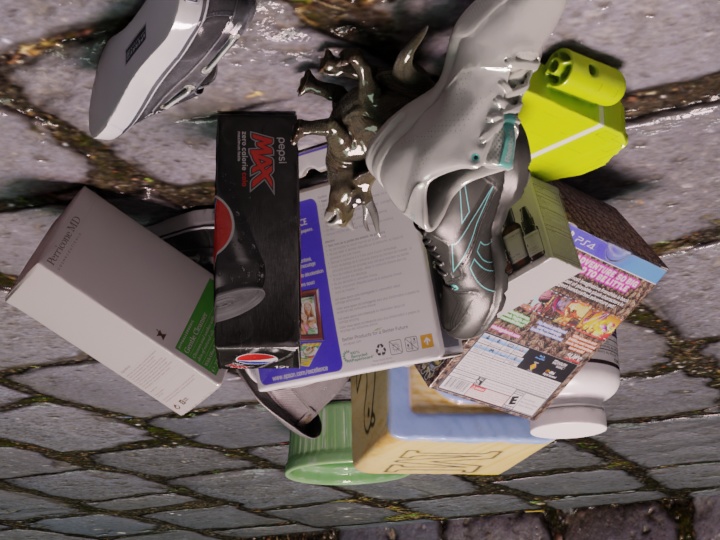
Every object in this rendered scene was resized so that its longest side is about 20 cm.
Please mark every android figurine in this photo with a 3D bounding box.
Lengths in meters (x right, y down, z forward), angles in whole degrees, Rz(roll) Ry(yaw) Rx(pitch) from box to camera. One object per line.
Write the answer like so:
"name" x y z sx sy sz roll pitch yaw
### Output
"android figurine" 0.129 -0.120 1.142 0.199 0.041 0.182 15 155 -35

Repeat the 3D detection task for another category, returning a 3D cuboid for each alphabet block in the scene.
"alphabet block" 0.101 0.123 1.645 0.195 0.196 0.200 4 160 -11

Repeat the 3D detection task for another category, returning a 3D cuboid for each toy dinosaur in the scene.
"toy dinosaur" 0.012 -0.122 1.070 0.102 0.077 0.200 21 132 -21

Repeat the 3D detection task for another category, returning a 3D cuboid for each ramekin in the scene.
"ramekin" -0.019 0.267 2.224 0.199 0.098 0.200 -2 162 -1

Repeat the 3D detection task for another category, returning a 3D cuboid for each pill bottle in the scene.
"pill bottle" 0.203 0.064 1.455 0.112 0.201 0.113 -1 162 0

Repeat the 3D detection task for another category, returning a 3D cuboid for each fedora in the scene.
"fedora" -0.077 0.102 1.670 0.090 0.177 0.200 -35 147 5

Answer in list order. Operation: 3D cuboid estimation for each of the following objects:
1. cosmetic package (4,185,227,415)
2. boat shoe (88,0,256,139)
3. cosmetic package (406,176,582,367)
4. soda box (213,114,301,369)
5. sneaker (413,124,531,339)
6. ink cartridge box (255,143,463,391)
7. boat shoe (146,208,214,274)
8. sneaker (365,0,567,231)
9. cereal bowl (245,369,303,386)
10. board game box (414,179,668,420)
"cosmetic package" -0.210 0.030 1.328 0.200 0.108 0.085 35 139 -17
"boat shoe" -0.134 -0.145 1.008 0.067 0.072 0.200 10 152 -28
"cosmetic package" 0.090 0.003 1.238 0.200 0.083 0.051 -32 146 32
"soda box" -0.083 -0.024 1.161 0.070 0.201 0.063 0 160 -4
"sneaker" 0.075 -0.032 1.123 0.079 0.075 0.201 -7 125 -20
"ink cartridge box" -0.019 -0.008 1.247 0.197 0.201 0.043 -13 176 33
"boat shoe" -0.195 -0.002 1.430 0.199 0.068 0.073 -17 156 39
"sneaker" 0.089 -0.113 0.989 0.075 0.089 0.200 7 131 -44
"cereal bowl" -0.045 0.025 1.449 0.199 0.084 0.200 -23 149 -15
"board game box" 0.152 0.023 1.323 0.159 0.097 0.200 21 115 -43
